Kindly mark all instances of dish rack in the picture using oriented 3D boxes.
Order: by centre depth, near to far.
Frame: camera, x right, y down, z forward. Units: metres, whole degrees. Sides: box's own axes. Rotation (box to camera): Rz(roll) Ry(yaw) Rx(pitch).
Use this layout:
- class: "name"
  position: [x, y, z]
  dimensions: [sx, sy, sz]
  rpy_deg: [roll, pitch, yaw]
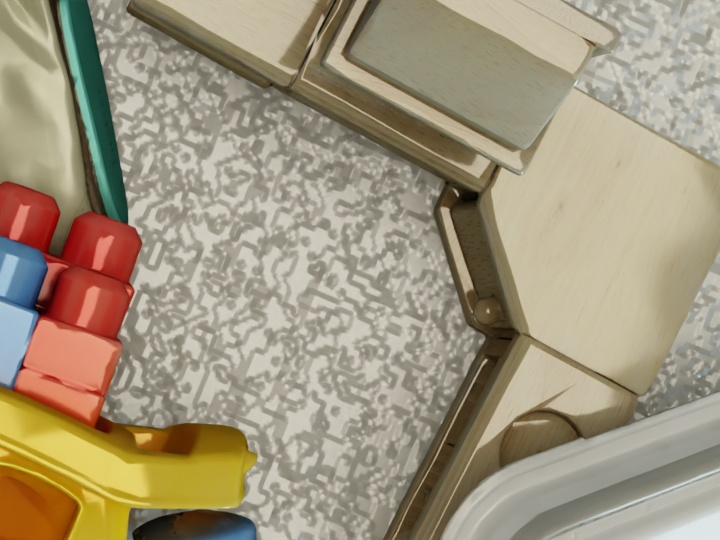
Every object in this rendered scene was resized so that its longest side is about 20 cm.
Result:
- class: "dish rack"
  position: [0.119, 0.120, 0.816]
  dimensions: [0.199, 0.043, 0.173]
  rpy_deg: [-18, 120, -25]

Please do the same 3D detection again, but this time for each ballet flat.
- class: "ballet flat"
  position: [-0.117, -0.101, 0.824]
  dimensions: [0.069, 0.069, 0.202]
  rpy_deg: [-6, 91, -9]

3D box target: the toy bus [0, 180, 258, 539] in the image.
- class: "toy bus"
  position: [-0.095, 0.081, 0.787]
  dimensions: [0.199, 0.136, 0.193]
  rpy_deg: [24, 87, -10]

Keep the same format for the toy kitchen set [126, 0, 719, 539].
- class: "toy kitchen set"
  position: [0.000, 0.000, 0.790]
  dimensions: [0.199, 0.163, 0.181]
  rpy_deg: [28, 86, -8]
